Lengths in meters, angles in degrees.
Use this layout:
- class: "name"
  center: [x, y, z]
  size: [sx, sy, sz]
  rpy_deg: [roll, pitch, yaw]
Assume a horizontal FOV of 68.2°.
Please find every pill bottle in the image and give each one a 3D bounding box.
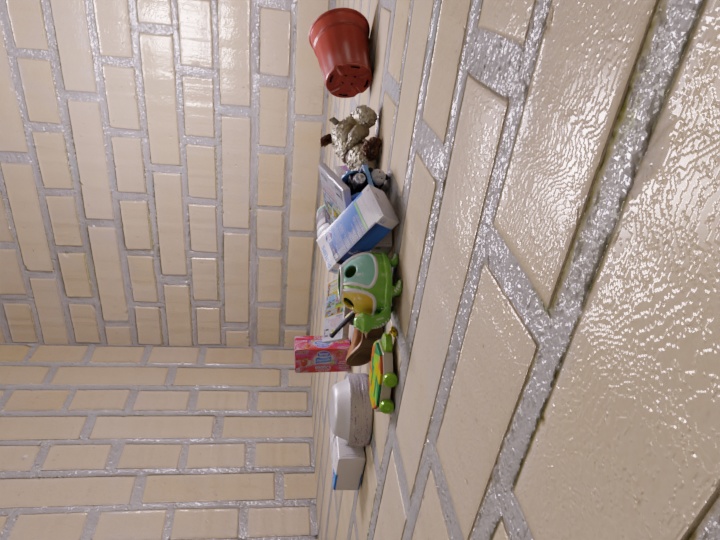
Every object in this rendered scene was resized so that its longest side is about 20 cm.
- class: "pill bottle"
  center: [-0.124, -0.175, 2.198]
  size: [0.201, 0.112, 0.114]
  rpy_deg: [-98, 14, -47]

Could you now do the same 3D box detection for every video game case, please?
- class: "video game case"
  center: [-0.057, -0.162, 1.383]
  size: [0.200, 0.022, 0.184]
  rpy_deg: [-128, 25, -54]
- class: "video game case"
  center: [-0.066, 0.110, 1.517]
  size: [0.200, 0.023, 0.184]
  rpy_deg: [152, 124, -69]

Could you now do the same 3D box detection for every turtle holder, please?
- class: "turtle holder"
  center: [0.015, 0.049, 1.201]
  size: [0.141, 0.130, 0.188]
  rpy_deg: [140, 132, -77]

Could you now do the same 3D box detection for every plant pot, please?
- class: "plant pot"
  center: [-0.051, -0.662, 1.655]
  size: [0.201, 0.198, 0.197]
  rpy_deg: [111, 151, -64]

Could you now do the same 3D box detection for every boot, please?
- class: "boot"
  center: [0.000, 0.146, 1.417]
  size: [0.201, 0.076, 0.156]
  rpy_deg: [108, 157, -43]

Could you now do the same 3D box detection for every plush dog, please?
- class: "plush dog"
  center: [-0.012, -0.337, 1.506]
  size: [0.173, 0.159, 0.201]
  rpy_deg: [58, 158, 24]

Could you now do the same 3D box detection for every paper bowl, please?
- class: "paper bowl"
  center: [-0.031, 0.394, 1.509]
  size: [0.201, 0.103, 0.203]
  rpy_deg: [-179, 90, -81]

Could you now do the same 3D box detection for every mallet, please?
- class: "mallet"
  center: [-0.011, 0.093, 1.343]
  size: [0.200, 0.041, 0.066]
  rpy_deg: [-42, 30, 24]

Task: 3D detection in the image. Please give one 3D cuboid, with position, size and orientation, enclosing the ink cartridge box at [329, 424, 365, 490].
- class: "ink cartridge box"
  center: [-0.043, 0.534, 1.613]
  size: [0.201, 0.083, 0.147]
  rpy_deg: [-103, 18, -56]

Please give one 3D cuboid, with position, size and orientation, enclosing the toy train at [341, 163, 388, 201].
- class: "toy train"
  center: [0.005, -0.205, 1.371]
  size: [0.200, 0.113, 0.088]
  rpy_deg: [125, 127, -72]

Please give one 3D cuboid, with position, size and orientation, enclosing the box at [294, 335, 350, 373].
- class: "box"
  center: [-0.135, 0.294, 1.882]
  size: [0.100, 0.197, 0.097]
  rpy_deg: [-109, 21, -66]

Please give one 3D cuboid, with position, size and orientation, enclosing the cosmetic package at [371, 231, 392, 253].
- class: "cosmetic package"
  center: [0.037, -0.066, 1.344]
  size: [0.200, 0.050, 0.084]
  rpy_deg: [120, 149, -71]

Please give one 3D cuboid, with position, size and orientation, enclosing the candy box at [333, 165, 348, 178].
- class: "candy box"
  center: [-0.034, -0.193, 1.635]
  size: [0.201, 0.071, 0.169]
  rpy_deg: [82, -178, -52]

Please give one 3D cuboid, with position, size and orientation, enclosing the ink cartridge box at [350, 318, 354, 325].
- class: "ink cartridge box"
  center: [-0.035, 0.078, 1.637]
  size: [0.200, 0.067, 0.117]
  rpy_deg: [-115, 42, -75]

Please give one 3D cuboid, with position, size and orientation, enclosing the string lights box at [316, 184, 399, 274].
- class: "string lights box"
  center: [-0.011, -0.091, 1.245]
  size: [0.200, 0.059, 0.103]
  rpy_deg: [-44, 51, 28]

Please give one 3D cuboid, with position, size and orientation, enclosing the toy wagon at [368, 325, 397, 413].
- class: "toy wagon"
  center: [0.051, 0.221, 1.223]
  size: [0.155, 0.039, 0.202]
  rpy_deg: [-109, 23, -66]
